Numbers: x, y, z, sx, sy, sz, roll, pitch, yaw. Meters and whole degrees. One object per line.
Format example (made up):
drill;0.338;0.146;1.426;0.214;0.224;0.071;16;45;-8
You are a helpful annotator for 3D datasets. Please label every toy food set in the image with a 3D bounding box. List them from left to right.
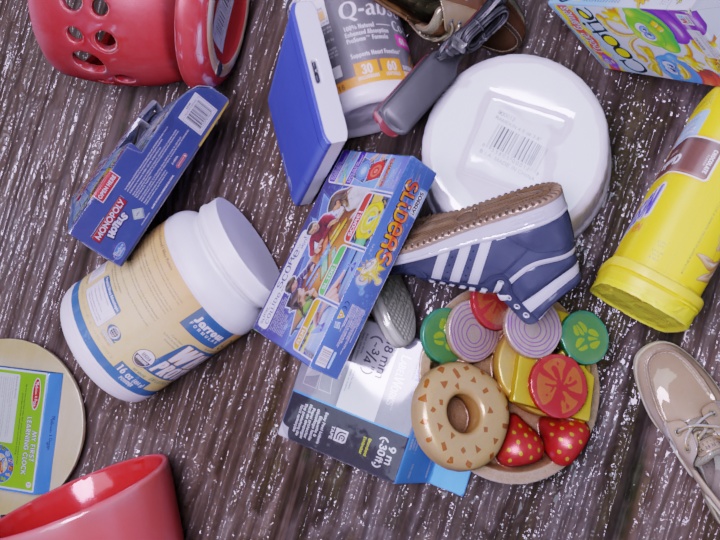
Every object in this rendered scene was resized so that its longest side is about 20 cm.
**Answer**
toy food set;0.146;0.102;0.730;0.198;0.049;0.200;15;74;-10

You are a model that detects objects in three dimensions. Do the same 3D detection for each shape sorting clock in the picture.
shape sorting clock;-0.416;0.182;0.889;0.197;0.039;0.203;-1;84;12

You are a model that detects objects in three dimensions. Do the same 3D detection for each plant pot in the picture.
plant pot;-0.263;0.312;0.778;0.198;0.200;0.179;-19;91;10
plant pot;-0.222;-0.292;0.807;0.180;0.200;0.203;13;88;3

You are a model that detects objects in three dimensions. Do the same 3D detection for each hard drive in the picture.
hard drive;-0.058;-0.156;0.758;0.025;0.200;0.134;-12;82;-15

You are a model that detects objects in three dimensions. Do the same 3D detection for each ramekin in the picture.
ramekin;0.153;-0.114;0.757;0.198;0.098;0.203;-1;86;13

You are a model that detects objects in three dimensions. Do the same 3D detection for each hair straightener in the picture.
hair straightener;0.096;-0.202;0.702;0.200;0.077;0.041;-42;103;-1

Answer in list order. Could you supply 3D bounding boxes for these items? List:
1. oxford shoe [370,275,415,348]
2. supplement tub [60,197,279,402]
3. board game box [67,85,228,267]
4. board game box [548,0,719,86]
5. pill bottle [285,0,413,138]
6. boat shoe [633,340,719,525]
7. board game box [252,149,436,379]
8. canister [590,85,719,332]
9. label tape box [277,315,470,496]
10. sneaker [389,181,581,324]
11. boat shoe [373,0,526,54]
oxford shoe;0.000;0.000;0.779;0.058;0.075;0.201;-36;58;17
supplement tub;-0.195;0.029;0.798;0.199;0.145;0.146;-33;80;8
board game box;-0.244;-0.106;0.812;0.061;0.199;0.201;36;75;-25
board game box;0.282;-0.244;0.677;0.103;0.200;0.105;35;95;-27
pill bottle;-0.014;-0.252;0.795;0.115;0.116;0.203;-16;82;11
boat shoe;0.327;0.159;0.714;0.072;0.065;0.202;-27;81;9
board game box;-0.020;-0.014;0.704;0.034;0.135;0.202;28;86;-31
canister;0.301;-0.052;0.696;0.086;0.148;0.202;29;90;12
label tape box;0.033;0.134;0.781;0.198;0.063;0.146;19;90;14
sneaker;0.104;0.000;0.696;0.198;0.070;0.109;-16;113;26
boat shoe;0.076;-0.264;0.756;0.198;0.075;0.075;21;67;-24
